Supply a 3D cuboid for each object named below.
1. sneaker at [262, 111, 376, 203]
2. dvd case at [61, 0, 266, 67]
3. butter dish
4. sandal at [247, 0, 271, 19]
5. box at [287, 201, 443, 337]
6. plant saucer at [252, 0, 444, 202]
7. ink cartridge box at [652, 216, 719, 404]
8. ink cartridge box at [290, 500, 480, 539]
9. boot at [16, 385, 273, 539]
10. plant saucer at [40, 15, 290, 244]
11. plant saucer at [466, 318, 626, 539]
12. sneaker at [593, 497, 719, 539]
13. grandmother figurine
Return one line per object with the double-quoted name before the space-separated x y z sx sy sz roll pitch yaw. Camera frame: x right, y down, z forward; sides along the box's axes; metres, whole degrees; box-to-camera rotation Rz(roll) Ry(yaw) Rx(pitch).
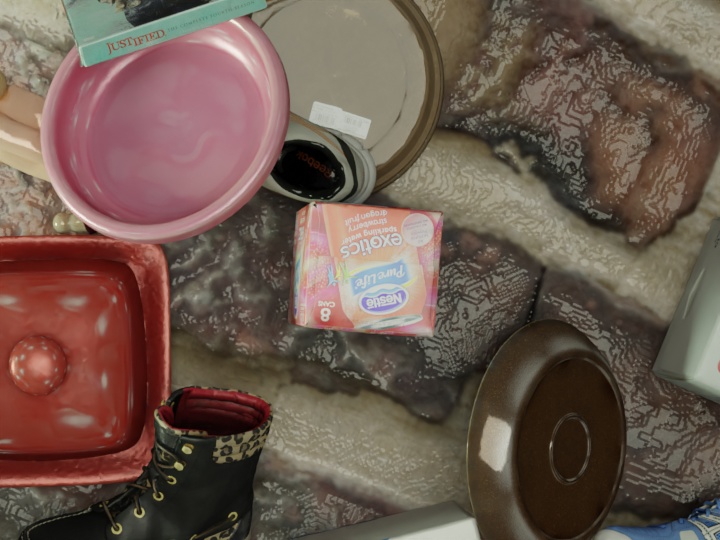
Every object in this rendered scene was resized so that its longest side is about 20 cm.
"sneaker" -0.083 -0.108 1.680 0.199 0.080 0.074 22 100 7
"dvd case" -0.160 -0.221 1.651 0.145 0.200 0.022 -19 118 -5
"butter dish" -0.246 0.071 1.658 0.198 0.148 0.201 -1 89 -5
"sandal" -0.047 -0.263 1.703 0.054 0.080 0.201 30 70 1
"box" 0.000 0.000 1.657 0.102 0.200 0.095 5 89 -6
"plant saucer" -0.028 -0.155 1.742 0.198 0.029 0.202 0 90 -7
"ink cartridge box" 0.361 0.057 1.721 0.199 0.145 0.146 22 88 -4
"ink cartridge box" 0.036 0.301 1.685 0.146 0.145 0.201 -13 90 -4
"boot" -0.162 0.167 1.648 0.199 0.073 0.151 -2 129 -26
"plant saucer" -0.146 -0.111 1.642 0.199 0.051 0.202 -5 69 14
"plant saucer" 0.156 0.140 1.692 0.199 0.032 0.202 -5 96 -48
"sneaker" 0.278 0.223 1.747 0.199 0.076 0.078 9 77 -23
"grandmother figurine" -0.212 -0.083 1.708 0.199 0.061 0.122 21 108 -3
